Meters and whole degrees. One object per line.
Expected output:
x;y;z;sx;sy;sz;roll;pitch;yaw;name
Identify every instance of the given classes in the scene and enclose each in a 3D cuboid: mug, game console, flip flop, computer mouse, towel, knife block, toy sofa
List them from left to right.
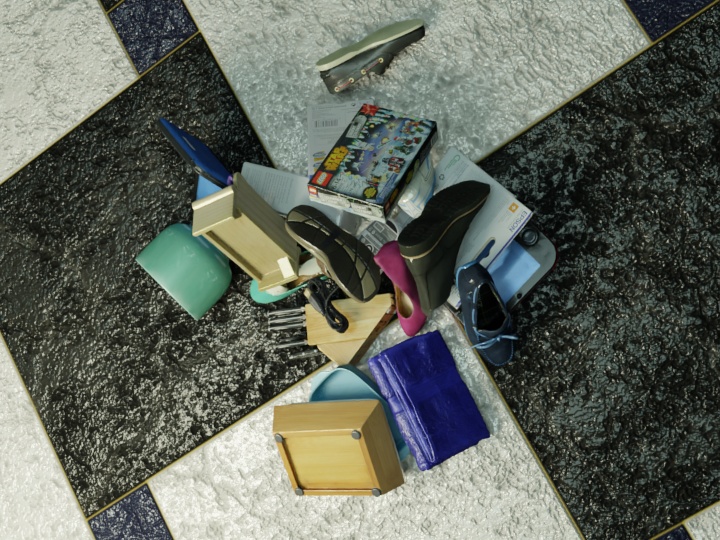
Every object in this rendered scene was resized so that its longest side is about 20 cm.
-0.308;-0.017;1.640;0.185;0.152;0.114;42;82;20;mug
-0.278;-0.139;1.595;0.119;0.170;0.200;-52;45;7;game console
-0.182;-0.060;1.527;0.082;0.200;0.099;-20;51;23;toy sofa
-0.055;0.077;1.602;0.175;0.064;0.201;39;98;15;knife block
-0.045;-0.025;1.520;0.199;0.058;0.081;41;63;15;flip flop
0.000;0.000;1.553;0.200;0.044;0.110;-47;56;2;computer mouse
0.114;0.203;1.512;0.146;0.050;0.202;-21;79;-28;towel
0.207;-0.014;1.547;0.200;0.031;0.177;-46;75;9;game console

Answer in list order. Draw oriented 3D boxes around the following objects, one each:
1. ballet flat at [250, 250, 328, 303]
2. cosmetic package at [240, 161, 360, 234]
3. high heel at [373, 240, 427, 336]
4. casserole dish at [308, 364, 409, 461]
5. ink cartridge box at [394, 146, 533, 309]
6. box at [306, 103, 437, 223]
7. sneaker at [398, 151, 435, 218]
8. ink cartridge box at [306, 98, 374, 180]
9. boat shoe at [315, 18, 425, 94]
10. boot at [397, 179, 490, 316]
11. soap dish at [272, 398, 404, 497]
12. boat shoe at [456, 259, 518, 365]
-0.115;0.001;1.622;0.198;0.070;0.068;-23;86;15;ballet flat
-0.103;-0.123;1.612;0.197;0.101;0.072;15;90;16;cosmetic package
0.059;0.038;1.512;0.067;0.095;0.202;41;142;36;high heel
0.005;0.233;1.554;0.200;0.039;0.121;42;123;-2;casserole dish
0.159;-0.068;1.535;0.200;0.040;0.200;-50;57;8;ink cartridge box
0.021;-0.174;1.485;0.135;0.040;0.201;17;55;22;box
0.092;-0.165;1.546;0.071;0.073;0.202;-18;43;25;sneaker
-0.029;-0.201;1.564;0.117;0.042;0.202;-6;49;2;ink cartridge box
0.023;-0.370;1.614;0.199;0.074;0.064;-26;115;4;boat shoe
0.139;-0.039;1.476;0.199;0.140;0.077;-38;38;-29;boot
-0.041;0.293;1.534;0.197;0.081;0.160;-7;113;26;soap dish
0.195;0.081;1.467;0.084;0.201;0.069;-33;34;-3;boat shoe
